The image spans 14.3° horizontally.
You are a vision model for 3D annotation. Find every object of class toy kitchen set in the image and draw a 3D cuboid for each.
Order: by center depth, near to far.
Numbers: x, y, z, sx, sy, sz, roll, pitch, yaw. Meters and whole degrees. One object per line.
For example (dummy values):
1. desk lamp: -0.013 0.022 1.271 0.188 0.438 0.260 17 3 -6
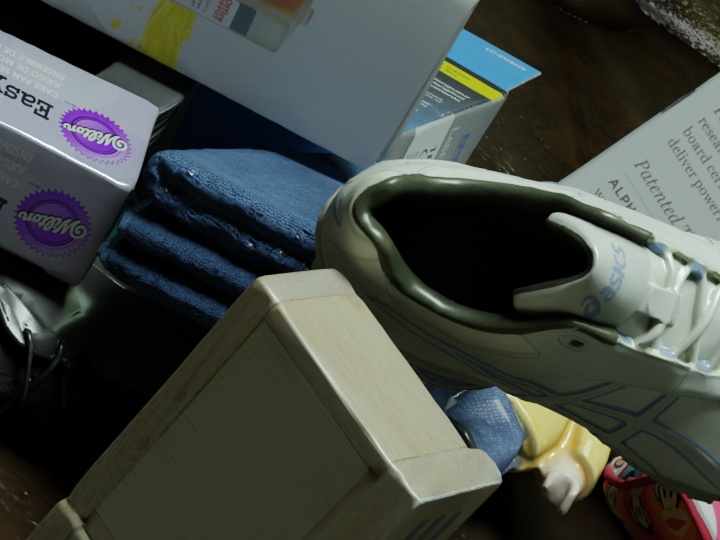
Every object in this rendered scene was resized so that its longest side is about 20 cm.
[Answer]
1. toy kitchen set: 0.022 0.115 0.867 0.200 0.180 0.163 -7 54 -54

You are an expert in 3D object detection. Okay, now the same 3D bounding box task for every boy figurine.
1. boy figurine: 0.048 0.049 1.156 0.124 0.065 0.200 40 22 14

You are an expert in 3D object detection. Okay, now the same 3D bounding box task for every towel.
1. towel: 0.000 0.000 0.983 0.111 0.049 0.200 28 11 19

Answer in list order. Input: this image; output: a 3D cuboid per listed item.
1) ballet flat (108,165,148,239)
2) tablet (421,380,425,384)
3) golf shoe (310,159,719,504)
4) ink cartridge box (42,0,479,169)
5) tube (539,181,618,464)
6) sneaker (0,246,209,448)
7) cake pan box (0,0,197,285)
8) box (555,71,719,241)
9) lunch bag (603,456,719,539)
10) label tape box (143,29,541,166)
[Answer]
1. ballet flat: -0.141 -0.065 1.059 0.200 0.068 0.068 44 12 2
2. tablet: 0.004 0.009 1.118 0.130 0.014 0.200 12 17 25
3. golf shoe: 0.080 0.018 0.823 0.199 0.079 0.097 14 -8 5
4. ink cartridge box: -0.054 -0.143 1.004 0.200 0.083 0.145 27 33 -10
5. tube: 0.112 0.052 1.278 0.077 0.050 0.200 7 47 -44
6. sneaker: -0.095 0.031 0.979 0.200 0.076 0.091 32 31 -1
7. cake pan box: -0.152 -0.099 0.986 0.200 0.052 0.184 27 35 -10
8. box: 0.200 0.020 1.267 0.200 0.131 0.199 58 12 12
9. lunch bag: 0.164 0.139 1.066 0.200 0.082 0.177 167 -101 -86
10. label tape box: -0.029 -0.075 1.200 0.144 0.063 0.200 31 21 16
